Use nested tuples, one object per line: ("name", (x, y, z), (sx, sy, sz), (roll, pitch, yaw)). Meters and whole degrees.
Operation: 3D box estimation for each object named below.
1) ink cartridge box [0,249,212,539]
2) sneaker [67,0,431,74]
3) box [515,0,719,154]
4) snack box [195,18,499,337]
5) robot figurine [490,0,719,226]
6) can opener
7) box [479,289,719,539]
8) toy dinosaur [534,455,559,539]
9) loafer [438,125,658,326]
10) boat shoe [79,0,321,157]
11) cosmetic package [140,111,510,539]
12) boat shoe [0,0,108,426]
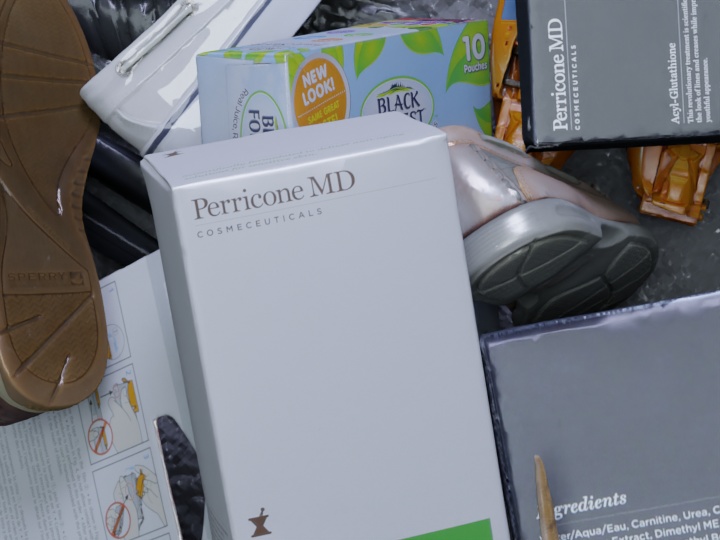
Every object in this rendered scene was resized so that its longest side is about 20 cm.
("ink cartridge box", (-0.107, 0.107, 0.967), (0.173, 0.044, 0.200), (-24, 74, 35))
("sneaker", (-0.075, -0.119, 1.018), (0.200, 0.060, 0.104), (30, 87, 8))
("box", (0.130, -0.151, 0.892), (0.141, 0.079, 0.200), (-3, 91, -1))
("snack box", (0.000, 0.000, 0.935), (0.053, 0.142, 0.200), (5, 104, 36))
("robot figurine", (0.127, -0.127, 0.986), (0.145, 0.058, 0.200), (13, 90, 6))
("can opener", (-0.143, -0.053, 1.024), (0.200, 0.079, 0.063), (40, 86, -1))
("box", (0.127, 0.115, 0.907), (0.117, 0.197, 0.200), (-11, 86, 7))
("toy dinosaur", (0.122, 0.165, 0.788), (0.200, 0.060, 0.106), (28, 67, 1))
("loafer", (0.074, -0.020, 0.923), (0.072, 0.200, 0.063), (-33, 75, 11))
("boat shoe", (-0.044, -0.136, 0.954), (0.066, 0.072, 0.200), (37, 87, -6))
("cosmetic package", (-0.011, 0.048, 0.833), (0.108, 0.085, 0.200), (-13, 104, -10))
("boat shoe", (-0.154, -0.031, 0.954), (0.072, 0.072, 0.200), (1, 73, -36))
